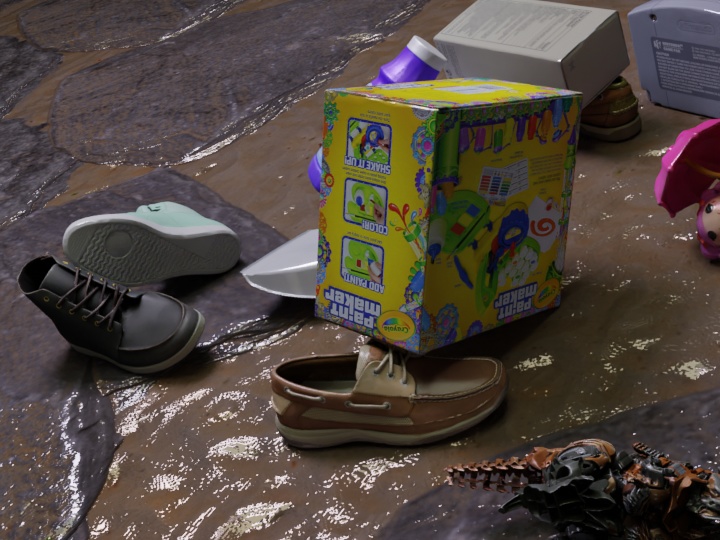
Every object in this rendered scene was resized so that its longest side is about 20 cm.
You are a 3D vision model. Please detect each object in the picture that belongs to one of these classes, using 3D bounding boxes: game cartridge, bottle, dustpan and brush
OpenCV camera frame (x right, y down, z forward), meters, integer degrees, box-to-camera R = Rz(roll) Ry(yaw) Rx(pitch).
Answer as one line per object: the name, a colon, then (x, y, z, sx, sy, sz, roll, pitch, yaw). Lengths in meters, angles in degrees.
game cartridge: (0.378, -0.229, 1.185, 0.040, 0.134, 0.200, -37, 35, -19)
bottle: (0.020, -0.168, 1.231, 0.200, 0.065, 0.084, -52, 22, 18)
dustpan and brush: (0.000, 0.000, 1.088, 0.199, 0.058, 0.139, -3, 20, 35)

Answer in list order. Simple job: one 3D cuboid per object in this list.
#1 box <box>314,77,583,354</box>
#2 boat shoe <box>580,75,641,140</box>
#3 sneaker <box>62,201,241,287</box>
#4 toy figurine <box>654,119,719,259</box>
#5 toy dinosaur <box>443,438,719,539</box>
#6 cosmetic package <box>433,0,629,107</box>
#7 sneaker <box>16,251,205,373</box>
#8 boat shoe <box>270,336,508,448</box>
box: (0.075, -0.055, 0.924, 0.122, 0.194, 0.199, 17, 20, 40)
boat shoe: (0.242, -0.207, 1.282, 0.072, 0.068, 0.199, -37, 34, -28)
sneaker: (-0.242, -0.034, 1.185, 0.200, 0.074, 0.118, 2, 17, -39)
toy figurine: (0.338, -0.062, 0.936, 0.149, 0.201, 0.184, -9, 2, -31)
toy dinosaur: (0.154, 0.157, 0.725, 0.199, 0.103, 0.136, -19, 9, 34)
cosmetic package: (0.190, -0.248, 1.240, 0.105, 0.071, 0.200, -41, 38, -20)
sneaker: (-0.248, 0.039, 1.067, 0.199, 0.106, 0.075, 1, 55, 37)
boat shoe: (0.019, 0.094, 0.888, 0.199, 0.072, 0.076, -10, 30, 12)
